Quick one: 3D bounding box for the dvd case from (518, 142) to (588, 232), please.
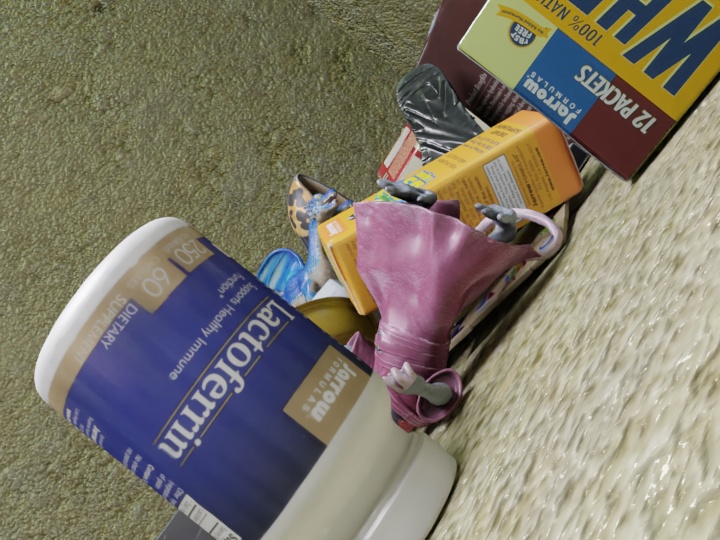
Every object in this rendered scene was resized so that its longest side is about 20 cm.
[{"bbox_3d":[0.150,-0.032,0.824,0.151,0.025,0.200,-53,-1,-18],"label":"dvd case"}]

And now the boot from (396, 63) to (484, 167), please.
[{"bbox_3d":[0.113,-0.092,0.806,0.075,0.203,0.168,-29,-30,14],"label":"boot"}]

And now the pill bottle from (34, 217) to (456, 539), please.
[{"bbox_3d":[-0.055,0.076,0.412,0.117,0.199,0.116,-53,-1,-2],"label":"pill bottle"}]

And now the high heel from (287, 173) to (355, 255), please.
[{"bbox_3d":[0.024,-0.052,0.820,0.196,0.145,0.072,-14,26,20],"label":"high heel"}]

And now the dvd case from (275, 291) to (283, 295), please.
[{"bbox_3d":[-0.035,0.087,1.005,0.018,0.198,0.143,-59,1,-43],"label":"dvd case"}]

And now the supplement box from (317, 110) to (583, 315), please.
[{"bbox_3d":[0.066,-0.047,0.616,0.198,0.070,0.067,-32,19,-3],"label":"supplement box"}]

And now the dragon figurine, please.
[{"bbox_3d":[-0.061,0.019,0.751,0.058,0.100,0.201,17,-56,-40],"label":"dragon figurine"}]

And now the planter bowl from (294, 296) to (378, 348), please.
[{"bbox_3d":[-0.032,0.130,0.636,0.198,0.083,0.203,-30,-41,-29],"label":"planter bowl"}]

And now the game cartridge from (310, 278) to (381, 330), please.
[{"bbox_3d":[-0.010,0.094,0.734,0.134,0.041,0.200,-52,-35,-8],"label":"game cartridge"}]

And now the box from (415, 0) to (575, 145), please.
[{"bbox_3d":[0.191,-0.237,0.793,0.165,0.199,0.166,-51,-2,-19],"label":"box"}]

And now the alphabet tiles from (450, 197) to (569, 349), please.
[{"bbox_3d":[0.105,0.005,0.673,0.200,0.008,0.168,-49,7,30],"label":"alphabet tiles"}]

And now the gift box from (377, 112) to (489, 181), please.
[{"bbox_3d":[0.149,-0.151,1.118,0.186,0.185,0.201,-55,12,16],"label":"gift box"}]

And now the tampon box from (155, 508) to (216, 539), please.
[{"bbox_3d":[-0.121,0.262,0.892,0.151,0.125,0.200,-54,-1,-2],"label":"tampon box"}]

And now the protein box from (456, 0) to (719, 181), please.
[{"bbox_3d":[0.184,-0.193,0.534,0.200,0.134,0.200,-54,-2,21],"label":"protein box"}]

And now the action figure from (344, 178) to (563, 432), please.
[{"bbox_3d":[0.036,0.044,0.561,0.147,0.133,0.205,-1,-72,-42],"label":"action figure"}]
